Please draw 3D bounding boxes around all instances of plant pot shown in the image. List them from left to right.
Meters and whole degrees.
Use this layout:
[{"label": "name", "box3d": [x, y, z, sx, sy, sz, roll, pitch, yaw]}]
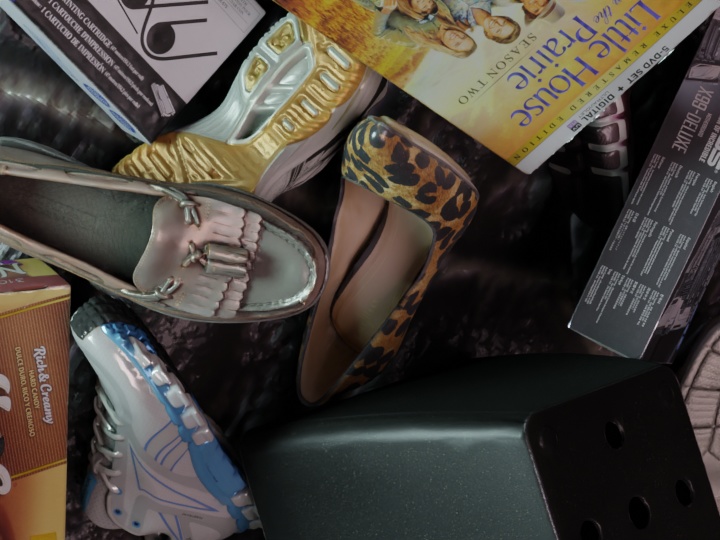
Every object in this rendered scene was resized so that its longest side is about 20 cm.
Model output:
[{"label": "plant pot", "box3d": [0.085, 0.147, 1.213, 0.199, 0.177, 0.201, -15, 88, -45]}]

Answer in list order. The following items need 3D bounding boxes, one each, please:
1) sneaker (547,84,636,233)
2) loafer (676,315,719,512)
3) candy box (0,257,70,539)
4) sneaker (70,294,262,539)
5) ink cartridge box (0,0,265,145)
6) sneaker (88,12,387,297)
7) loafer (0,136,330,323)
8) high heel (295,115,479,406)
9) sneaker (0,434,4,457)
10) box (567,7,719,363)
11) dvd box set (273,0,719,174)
[{"label": "sneaker", "box3d": [0.157, -0.128, 1.295, 0.115, 0.076, 0.201, -26, 117, -23]}, {"label": "loafer", "box3d": [0.216, 0.121, 1.418, 0.071, 0.063, 0.201, 2, 103, -13]}, {"label": "candy box", "box3d": [-0.214, 0.099, 1.167, 0.116, 0.056, 0.201, -5, 110, -28]}, {"label": "sneaker", "box3d": [-0.118, 0.097, 1.200, 0.086, 0.075, 0.200, -31, 134, -3]}, {"label": "ink cartridge box", "box3d": [-0.145, -0.165, 1.123, 0.094, 0.044, 0.200, -50, 123, -8]}, {"label": "sneaker", "box3d": [-0.061, -0.053, 1.193, 0.200, 0.076, 0.088, -39, 164, 8]}, {"label": "loafer", "box3d": [-0.115, -0.016, 1.119, 0.199, 0.063, 0.072, 16, 98, 6]}, {"label": "high heel", "box3d": [0.000, 0.000, 1.201, 0.143, 0.071, 0.200, -55, 163, -7]}, {"label": "sneaker", "box3d": [-0.269, 0.059, 1.070, 0.198, 0.070, 0.094, 2, 103, 11]}, {"label": "box", "box3d": [0.193, -0.045, 1.303, 0.201, 0.050, 0.158, -65, 166, 3]}, {"label": "dvd box set", "box3d": [0.060, -0.145, 1.105, 0.199, 0.030, 0.146, 33, 123, -28]}]
